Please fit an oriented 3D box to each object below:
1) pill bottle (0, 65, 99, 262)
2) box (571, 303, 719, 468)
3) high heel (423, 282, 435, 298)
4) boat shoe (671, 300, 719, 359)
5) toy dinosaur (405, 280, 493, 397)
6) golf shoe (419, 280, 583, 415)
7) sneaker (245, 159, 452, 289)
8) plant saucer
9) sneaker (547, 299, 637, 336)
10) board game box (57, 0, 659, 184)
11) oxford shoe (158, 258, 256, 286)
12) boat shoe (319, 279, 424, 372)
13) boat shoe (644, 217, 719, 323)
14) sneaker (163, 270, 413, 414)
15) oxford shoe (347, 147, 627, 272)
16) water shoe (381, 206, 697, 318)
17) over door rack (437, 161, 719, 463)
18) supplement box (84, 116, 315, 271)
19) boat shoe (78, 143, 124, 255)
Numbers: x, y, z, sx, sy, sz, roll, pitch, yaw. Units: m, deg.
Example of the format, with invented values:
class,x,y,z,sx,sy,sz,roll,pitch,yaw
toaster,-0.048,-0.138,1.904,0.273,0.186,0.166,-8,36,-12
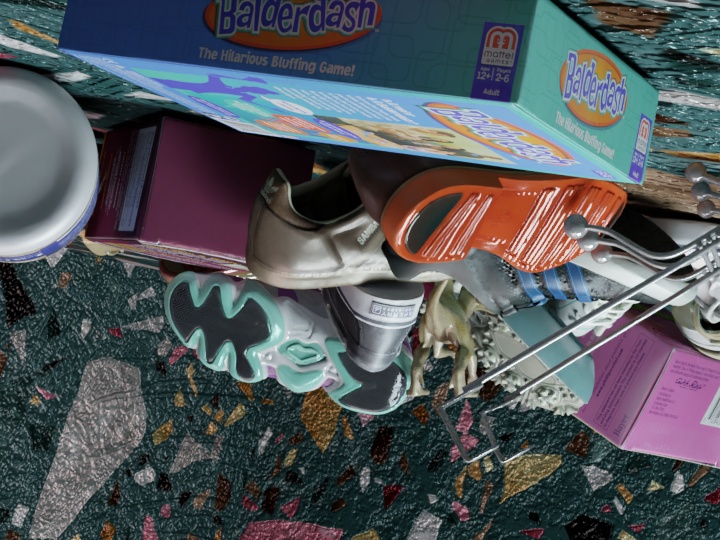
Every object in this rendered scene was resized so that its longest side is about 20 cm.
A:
class,x,y,z,sx,sy,sz,roll,pitch,yaw
pill bottle,-0.227,-0.064,1.194,0.115,0.116,0.200,12,177,-6
box,0.220,0.073,1.582,0.200,0.097,0.176,34,-168,39
high heel,-0.020,-0.016,1.438,0.199,0.067,0.096,-3,128,37
boat shoe,0.293,0.027,1.415,0.068,0.075,0.200,34,171,-19
toy dinosaur,0.060,0.042,1.347,0.058,0.102,0.200,0,177,14
golf shoe,0.121,0.031,1.509,0.200,0.078,0.097,42,-140,10
sneaker,0.024,-0.038,1.175,0.199,0.076,0.070,-11,-140,-27
plant saucer,0.103,0.012,1.309,0.200,0.027,0.200,47,-175,-5
sneaker,0.184,0.012,1.372,0.070,0.081,0.200,14,174,-18
board game box,0.003,-0.081,0.742,0.199,0.045,0.152,10,176,26
oxford shoe,-0.071,0.002,1.508,0.199,0.075,0.070,-9,-145,-24
boat shoe,0.000,0.000,1.261,0.071,0.068,0.200,7,-153,-16
boat shoe,0.254,0.009,1.198,0.199,0.066,0.074,11,177,1
sneaker,-0.051,0.035,1.423,0.199,0.078,0.140,24,-156,-6
oxford shoe,0.077,-0.048,1.039,0.199,0.071,0.073,5,-144,-47
water shoe,0.111,-0.009,1.148,0.199,0.079,0.072,19,-147,-9
over door rack,0.124,0.021,1.019,0.067,0.200,0.148,49,-173,14
supplement box,-0.116,-0.050,1.279,0.110,0.086,0.200,12,177,-19
boat shoe,-0.193,-0.052,1.421,0.199,0.074,0.076,18,-145,-6
